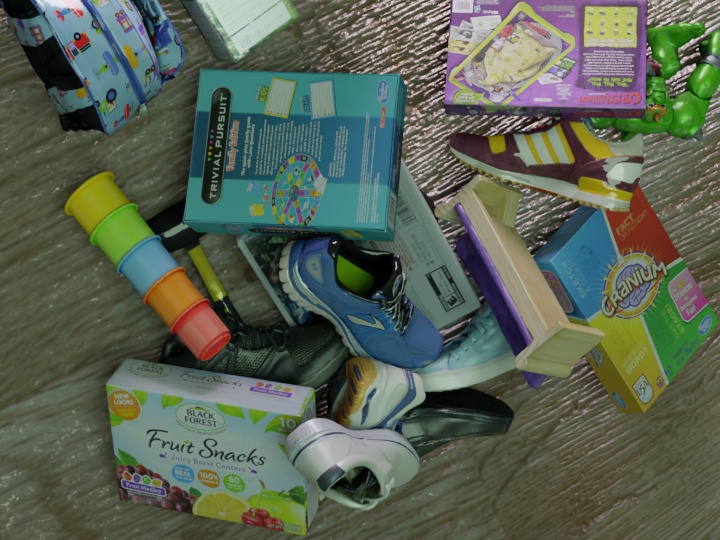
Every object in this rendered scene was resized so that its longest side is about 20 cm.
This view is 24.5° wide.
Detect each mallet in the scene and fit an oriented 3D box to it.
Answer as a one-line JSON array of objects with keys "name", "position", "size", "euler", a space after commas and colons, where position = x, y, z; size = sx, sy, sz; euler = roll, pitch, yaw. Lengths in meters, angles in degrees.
[{"name": "mallet", "position": [-0.135, 0.015, 1.652], "size": [0.066, 0.041, 0.201], "euler": [-35, 111, -4]}]

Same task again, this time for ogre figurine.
[{"name": "ogre figurine", "position": [0.292, -0.198, 1.708], "size": [0.198, 0.098, 0.122], "euler": [7, 81, -32]}]

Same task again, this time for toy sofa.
[{"name": "toy sofa", "position": [0.146, 0.014, 1.639], "size": [0.097, 0.201, 0.082], "euler": [-41, 148, 26]}]

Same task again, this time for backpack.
[{"name": "backpack", "position": [-0.241, -0.216, 1.491], "size": [0.134, 0.200, 0.184], "euler": [-31, 106, -8]}]

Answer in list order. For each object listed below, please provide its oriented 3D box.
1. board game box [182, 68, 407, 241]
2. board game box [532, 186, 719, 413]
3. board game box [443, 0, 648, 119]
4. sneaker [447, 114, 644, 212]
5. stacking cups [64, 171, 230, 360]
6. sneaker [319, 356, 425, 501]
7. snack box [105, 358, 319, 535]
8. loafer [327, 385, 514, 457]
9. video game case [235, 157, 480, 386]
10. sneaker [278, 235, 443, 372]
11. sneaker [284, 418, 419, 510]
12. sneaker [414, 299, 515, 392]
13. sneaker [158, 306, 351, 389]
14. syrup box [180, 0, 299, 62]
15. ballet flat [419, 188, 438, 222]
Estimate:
[{"name": "board game box", "position": [-0.061, -0.110, 1.575], "size": [0.197, 0.047, 0.153], "euler": [3, 79, 13]}, {"name": "board game box", "position": [0.278, 0.024, 1.740], "size": [0.153, 0.040, 0.201], "euler": [-44, 110, -28]}, {"name": "board game box", "position": [0.184, -0.211, 1.642], "size": [0.197, 0.032, 0.122], "euler": [3, 67, 7]}, {"name": "sneaker", "position": [0.188, -0.124, 1.669], "size": [0.198, 0.075, 0.091], "euler": [18, 95, 14]}, {"name": "stacking cups", "position": [-0.197, -0.002, 1.574], "size": [0.060, 0.061, 0.200], "euler": [-41, 81, -5]}, {"name": "sneaker", "position": [-0.003, 0.170, 1.639], "size": [0.087, 0.076, 0.201], "euler": [11, 135, -25]}, {"name": "snack box", "position": [-0.140, 0.169, 1.596], "size": [0.197, 0.053, 0.144], "euler": [7, 120, 15]}, {"name": "loafer", "position": [0.060, 0.160, 1.719], "size": [0.197, 0.073, 0.073], "euler": [4, 109, -7]}, {"name": "video game case", "position": [0.000, 0.000, 1.647], "size": [0.180, 0.023, 0.201], "euler": [-28, 121, 6]}, {"name": "sneaker", "position": [0.015, 0.033, 1.587], "size": [0.199, 0.089, 0.079], "euler": [36, 53, -33]}, {"name": "sneaker", "position": [0.000, 0.192, 1.553], "size": [0.073, 0.071, 0.199], "euler": [-42, 151, 19]}, {"name": "sneaker", "position": [0.131, 0.065, 1.723], "size": [0.198, 0.074, 0.083], "euler": [-19, 97, -21]}, {"name": "sneaker", "position": [-0.109, 0.075, 1.618], "size": [0.197, 0.077, 0.115], "euler": [-17, 123, 9]}, {"name": "syrup box", "position": [-0.149, -0.302, 1.565], "size": [0.078, 0.081, 0.201], "euler": [-36, 107, -9]}, {"name": "ballet flat", "position": [0.005, -0.097, 1.650], "size": [0.199, 0.069, 0.068], "euler": [37, 102, -18]}]
